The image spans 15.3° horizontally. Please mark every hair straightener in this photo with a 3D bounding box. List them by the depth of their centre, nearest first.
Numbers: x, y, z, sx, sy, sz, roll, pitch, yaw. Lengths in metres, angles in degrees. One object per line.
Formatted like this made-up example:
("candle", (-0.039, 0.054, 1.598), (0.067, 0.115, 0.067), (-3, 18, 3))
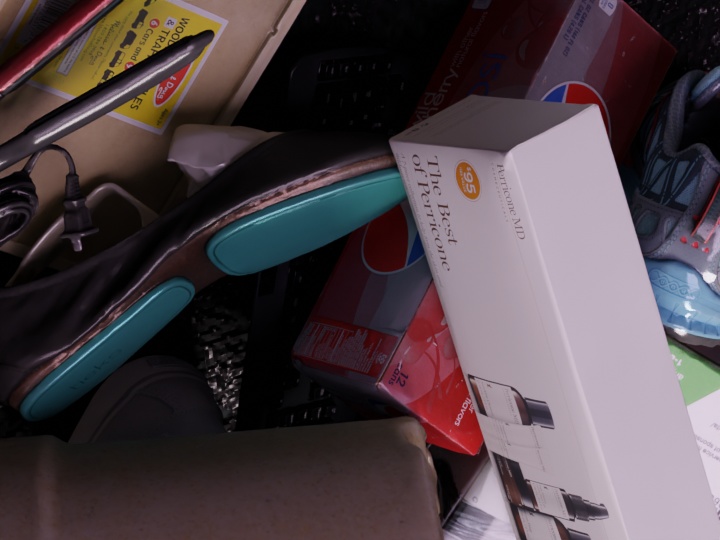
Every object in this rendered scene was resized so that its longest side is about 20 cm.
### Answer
("hair straightener", (-0.136, -0.034, 1.034), (0.200, 0.041, 0.077), (-37, 96, 0))

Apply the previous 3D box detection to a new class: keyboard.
("keyboard", (0.000, 0.000, 1.153), (0.104, 0.040, 0.200), (-15, 122, -48))

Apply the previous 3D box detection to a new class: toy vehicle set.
("toy vehicle set", (-0.100, -0.094, 1.076), (0.124, 0.027, 0.200), (21, 109, -36))

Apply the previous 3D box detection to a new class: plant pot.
("plant pot", (-0.050, 0.142, 1.065), (0.183, 0.200, 0.200), (-12, 127, 1))

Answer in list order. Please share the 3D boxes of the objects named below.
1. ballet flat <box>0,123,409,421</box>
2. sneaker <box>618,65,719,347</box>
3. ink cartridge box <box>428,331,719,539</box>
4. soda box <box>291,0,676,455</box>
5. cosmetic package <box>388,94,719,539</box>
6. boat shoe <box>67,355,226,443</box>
("ballet flat", (-0.073, -0.017, 1.075), (0.200, 0.068, 0.068), (-31, 164, -2))
("sneaker", (0.155, -0.046, 1.123), (0.079, 0.200, 0.096), (22, 117, -2))
("ink cartridge box", (0.099, 0.114, 1.177), (0.147, 0.083, 0.200), (31, 101, -14))
("soda box", (0.052, -0.028, 1.124), (0.070, 0.063, 0.200), (37, 75, -39))
("cosmetic package", (0.079, 0.033, 1.057), (0.051, 0.083, 0.200), (-29, 110, -30))
("boat shoe", (-0.113, 0.136, 1.194), (0.072, 0.069, 0.200), (21, 109, -35))
